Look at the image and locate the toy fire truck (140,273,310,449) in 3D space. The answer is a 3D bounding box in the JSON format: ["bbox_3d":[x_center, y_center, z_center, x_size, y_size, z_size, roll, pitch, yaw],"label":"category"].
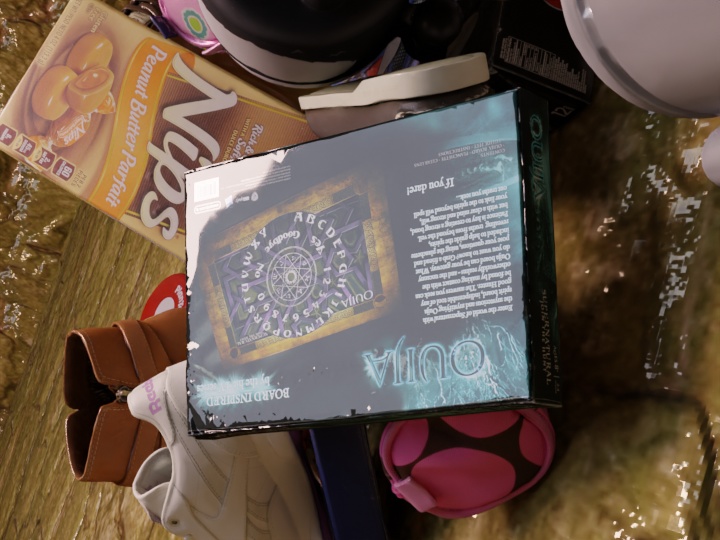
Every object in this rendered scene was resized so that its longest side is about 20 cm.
[{"bbox_3d":[-0.078,0.078,1.001,0.167,0.112,0.201,-21,50,42],"label":"toy fire truck"}]

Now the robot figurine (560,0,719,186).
[{"bbox_3d":[0.147,-0.117,0.512,0.200,0.112,0.171,180,90,-70],"label":"robot figurine"}]

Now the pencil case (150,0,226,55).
[{"bbox_3d":[-0.043,-0.194,0.917,0.199,0.087,0.088,-24,-25,-48],"label":"pencil case"}]

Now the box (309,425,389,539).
[{"bbox_3d":[-0.017,0.063,0.765,0.121,0.032,0.201,-106,6,-62],"label":"box"}]

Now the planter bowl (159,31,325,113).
[{"bbox_3d":[-0.090,-0.082,1.017,0.084,0.199,0.201,-54,24,38],"label":"planter bowl"}]

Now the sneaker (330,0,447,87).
[{"bbox_3d":[0.036,-0.124,0.908,0.201,0.075,0.079,-62,36,38],"label":"sneaker"}]

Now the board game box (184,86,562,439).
[{"bbox_3d":[-0.002,0.004,0.641,0.199,0.028,0.137,-9,77,36],"label":"board game box"}]

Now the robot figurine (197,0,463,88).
[{"bbox_3d":[-0.030,-0.164,0.737,0.200,0.124,0.151,142,103,-86],"label":"robot figurine"}]

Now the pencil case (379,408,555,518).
[{"bbox_3d":[0.037,0.038,0.719,0.093,0.091,0.201,-32,30,13],"label":"pencil case"}]

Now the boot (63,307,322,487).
[{"bbox_3d":[-0.100,0.120,0.855,0.076,0.154,0.202,-18,77,45],"label":"boot"}]

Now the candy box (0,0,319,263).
[{"bbox_3d":[-0.125,-0.081,0.887,0.116,0.199,0.055,-59,-16,-3],"label":"candy box"}]

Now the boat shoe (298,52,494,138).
[{"bbox_3d":[0.016,-0.074,0.738,0.201,0.071,0.061,-166,61,-74],"label":"boat shoe"}]

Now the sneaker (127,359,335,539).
[{"bbox_3d":[-0.069,0.131,0.778,0.075,0.099,0.201,-112,6,-66],"label":"sneaker"}]

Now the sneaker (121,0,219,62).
[{"bbox_3d":[-0.147,-0.180,1.048,0.201,0.070,0.075,-65,-24,-2],"label":"sneaker"}]

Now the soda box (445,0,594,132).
[{"bbox_3d":[0.099,-0.176,0.790,0.071,0.063,0.202,-36,38,60],"label":"soda box"}]
